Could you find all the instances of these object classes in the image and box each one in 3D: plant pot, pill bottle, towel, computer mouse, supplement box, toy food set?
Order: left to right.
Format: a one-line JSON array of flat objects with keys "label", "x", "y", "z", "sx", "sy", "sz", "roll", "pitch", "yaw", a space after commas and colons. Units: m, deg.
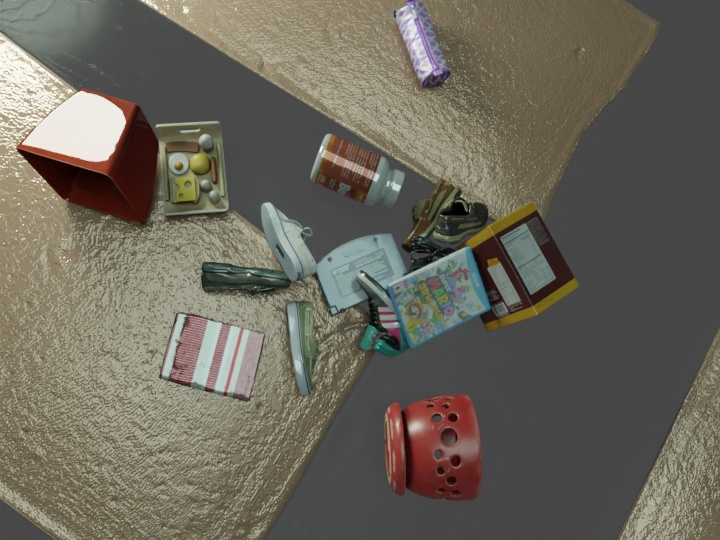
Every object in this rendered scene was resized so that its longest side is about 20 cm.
[{"label": "plant pot", "x": -0.519, "y": -0.239, "z": 1.184, "sx": 0.195, "sy": 0.201, "sz": 0.180, "roll": 16, "pitch": 69, "yaw": 6}, {"label": "toy food set", "x": -0.367, "y": -0.221, "z": 1.278, "sx": 0.139, "sy": 0.060, "sz": 0.206, "roll": -6, "pitch": 81, "yaw": -10}, {"label": "towel", "x": -0.311, "y": 0.181, "z": 1.238, "sx": 0.195, "sy": 0.023, "sz": 0.148, "roll": 15, "pitch": 80, "yaw": -4}, {"label": "pill bottle", "x": -0.005, "y": -0.215, "z": 1.308, "sx": 0.195, "sy": 0.112, "sz": 0.115, "roll": 22, "pitch": 77, "yaw": -4}, {"label": "computer mouse", "x": 0.150, "y": 0.032, "z": 1.296, "sx": 0.135, "sy": 0.053, "sz": 0.205, "roll": 18, "pitch": 105, "yaw": 3}, {"label": "plant pot", "x": 0.141, "y": 0.362, "z": 1.191, "sx": 0.177, "sy": 0.201, "sz": 0.207, "roll": -4, "pitch": 80, "yaw": -2}, {"label": "supplement box", "x": 0.322, "y": -0.003, "z": 1.270, "sx": 0.131, "sy": 0.197, "sz": 0.204, "roll": -26, "pitch": 85, "yaw": -23}]

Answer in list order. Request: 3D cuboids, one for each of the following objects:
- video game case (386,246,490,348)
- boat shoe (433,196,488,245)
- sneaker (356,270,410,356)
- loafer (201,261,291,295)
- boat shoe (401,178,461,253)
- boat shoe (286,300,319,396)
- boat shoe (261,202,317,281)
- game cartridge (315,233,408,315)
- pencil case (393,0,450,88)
[{"label": "video game case", "x": 0.167, "y": 0.056, "z": 1.232, "sx": 0.196, "sy": 0.018, "sz": 0.146, "roll": -24, "pitch": 101, "yaw": -10}, {"label": "boat shoe", "x": 0.233, "y": -0.122, "z": 1.308, "sx": 0.073, "sy": 0.075, "sz": 0.199, "roll": 20, "pitch": 34, "yaw": 30}, {"label": "sneaker", "x": 0.032, "y": 0.108, "z": 1.261, "sx": 0.120, "sy": 0.084, "sz": 0.201, "roll": -42, "pitch": 95, "yaw": 1}, {"label": "loafer", "x": -0.245, "y": 0.024, "z": 1.259, "sx": 0.194, "sy": 0.072, "sz": 0.065, "roll": 8, "pitch": 98, "yaw": -3}, {"label": "boat shoe", "x": 0.151, "y": -0.128, "z": 1.344, "sx": 0.073, "sy": 0.076, "sz": 0.201, "roll": 38, "pitch": 69, "yaw": 5}, {"label": "boat shoe", "x": -0.118, "y": 0.162, "z": 1.246, "sx": 0.060, "sy": 0.072, "sz": 0.206, "roll": -7, "pitch": 79, "yaw": -7}, {"label": "boat shoe", "x": -0.146, "y": -0.071, "z": 1.270, "sx": 0.084, "sy": 0.075, "sz": 0.204, "roll": -14, "pitch": 56, "yaw": -30}, {"label": "game cartridge", "x": 0.000, "y": 0.000, "z": 1.311, "sx": 0.196, "sy": 0.042, "sz": 0.136, "roll": -22, "pitch": 80, "yaw": -12}, {"label": "pencil case", "x": 0.151, "y": -0.545, "z": 1.405, "sx": 0.082, "sy": 0.086, "sz": 0.205, "roll": -20, "pitch": 85, "yaw": -10}]
